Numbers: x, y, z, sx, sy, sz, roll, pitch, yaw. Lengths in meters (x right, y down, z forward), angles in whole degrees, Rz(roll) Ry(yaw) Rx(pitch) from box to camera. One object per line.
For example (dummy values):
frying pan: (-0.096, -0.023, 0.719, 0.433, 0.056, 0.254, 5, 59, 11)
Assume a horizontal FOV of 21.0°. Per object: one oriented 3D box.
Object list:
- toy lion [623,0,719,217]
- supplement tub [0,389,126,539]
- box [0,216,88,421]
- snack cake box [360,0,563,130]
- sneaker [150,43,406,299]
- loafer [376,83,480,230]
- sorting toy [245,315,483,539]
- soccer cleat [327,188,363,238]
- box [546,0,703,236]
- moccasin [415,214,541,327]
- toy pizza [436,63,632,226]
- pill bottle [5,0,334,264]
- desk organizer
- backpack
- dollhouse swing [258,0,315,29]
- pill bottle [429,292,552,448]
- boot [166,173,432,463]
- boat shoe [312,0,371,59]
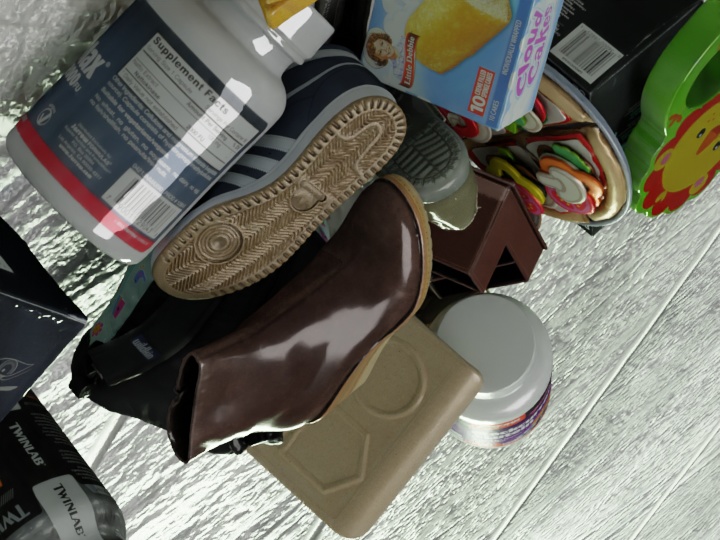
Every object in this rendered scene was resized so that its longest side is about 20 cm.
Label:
toy lion: (0.259, -0.127, 1.459, 0.192, 0.069, 0.200, -47, 155, 4)
supplement tub: (-0.246, 0.164, 1.365, 0.122, 0.200, 0.123, -31, 150, -21)
box: (-0.313, 0.048, 1.205, 0.200, 0.117, 0.196, -48, 152, 7)
snack cake box: (0.080, -0.211, 1.303, 0.067, 0.114, 0.201, -34, 142, -58)
sneaker: (-0.064, -0.070, 1.302, 0.200, 0.109, 0.070, -38, 129, 9)
loafer: (0.028, -0.089, 1.378, 0.075, 0.200, 0.070, -29, 129, 1)
sorting toy: (-0.025, 0.090, 1.576, 0.185, 0.200, 0.036, -53, 173, 19)
soccer cleat: (0.000, 0.000, 1.479, 0.077, 0.201, 0.069, 21, 125, -17)
box: (0.173, -0.154, 1.518, 0.124, 0.148, 0.200, -39, 153, -15)
moccasin: (0.079, 0.010, 1.715, 0.202, 0.074, 0.078, -48, 167, 4)
toy pizza: (0.119, -0.100, 1.474, 0.032, 0.200, 0.201, -48, 155, -20)
pill bottle: (-0.117, -0.113, 1.234, 0.200, 0.120, 0.120, -45, 152, 4)
desk organizer: (0.089, -0.021, 1.541, 0.077, 0.071, 0.200, -65, 163, -7)
backpack: (-0.105, 0.018, 1.404, 0.166, 0.127, 0.201, 21, 114, -26)
dollhouse swing: (-0.001, -0.281, 1.115, 0.175, 0.182, 0.200, -16, 147, -7)
pill bottle: (0.108, 0.082, 1.654, 0.111, 0.112, 0.200, -40, 166, -5)
boot: (-0.041, 0.036, 1.293, 0.166, 0.072, 0.201, -20, 141, -39)
boat shoe: (-0.011, -0.194, 1.301, 0.067, 0.057, 0.200, -35, 160, -26)
